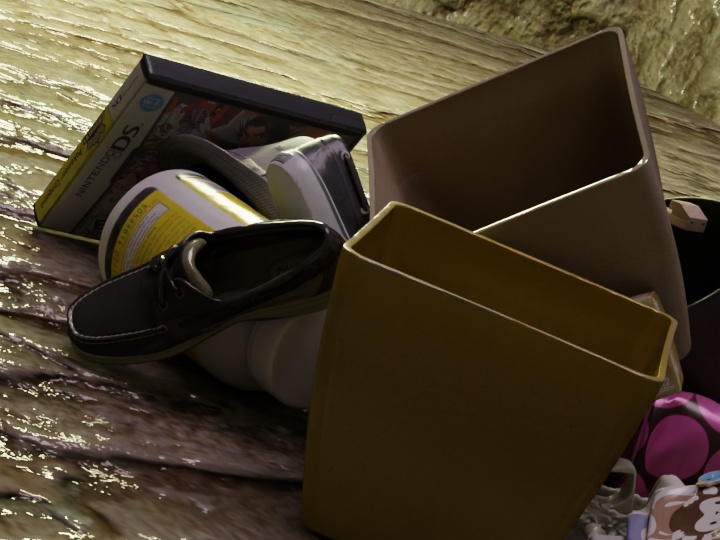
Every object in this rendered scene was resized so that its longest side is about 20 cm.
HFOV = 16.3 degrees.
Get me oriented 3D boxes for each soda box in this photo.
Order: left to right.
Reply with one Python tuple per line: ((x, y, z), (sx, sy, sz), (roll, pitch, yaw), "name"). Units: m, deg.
((0.110, 0.075, 1.663), (0.199, 0.068, 0.064), (-17, 0, 10), "soda box")

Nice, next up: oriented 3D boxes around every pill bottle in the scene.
((-0.086, 0.016, 1.745), (0.111, 0.112, 0.200), (10, 17, -43), "pill bottle")

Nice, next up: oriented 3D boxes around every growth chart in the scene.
((0.231, 0.157, 1.597), (0.199, 0.018, 0.145), (-22, 19, 4), "growth chart")

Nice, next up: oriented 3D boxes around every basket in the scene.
((0.263, 0.064, 1.901), (0.180, 0.136, 0.200), (9, -41, 52), "basket")

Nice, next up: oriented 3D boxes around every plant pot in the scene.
((0.065, 0.088, 1.545), (0.199, 0.177, 0.200), (23, 13, 5), "plant pot")
((0.132, -0.018, 1.758), (0.200, 0.199, 0.177), (-91, 155, -58), "plant pot")

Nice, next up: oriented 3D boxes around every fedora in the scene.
((-0.056, -0.041, 1.880), (0.090, 0.177, 0.200), (-35, 35, -20), "fedora")

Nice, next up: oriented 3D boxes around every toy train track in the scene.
((0.181, -0.076, 1.899), (0.114, 0.033, 0.200), (7, 16, -47), "toy train track")

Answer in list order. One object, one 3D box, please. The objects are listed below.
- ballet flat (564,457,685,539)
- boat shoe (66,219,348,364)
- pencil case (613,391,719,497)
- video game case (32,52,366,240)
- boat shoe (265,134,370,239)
((0.182, 0.162, 1.689), (0.199, 0.072, 0.072), (18, 13, -21), "ballet flat")
((-0.102, 0.005, 1.641), (0.200, 0.072, 0.066), (-14, -32, 8), "boat shoe")
((0.282, 0.159, 1.824), (0.199, 0.094, 0.091), (22, -25, 1), "pencil case")
((-0.124, -0.078, 1.946), (0.199, 0.181, 0.026), (13, 44, -34), "video game case")
((0.000, 0.000, 1.767), (0.056, 0.201, 0.069), (-30, 16, -24), "boat shoe")
